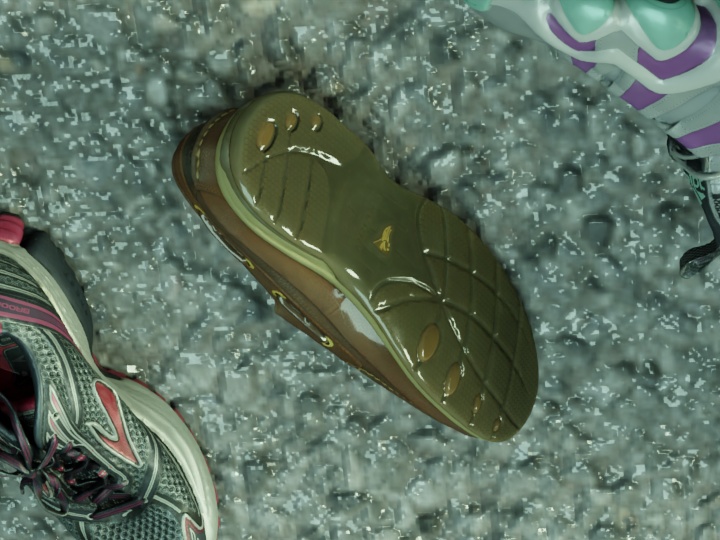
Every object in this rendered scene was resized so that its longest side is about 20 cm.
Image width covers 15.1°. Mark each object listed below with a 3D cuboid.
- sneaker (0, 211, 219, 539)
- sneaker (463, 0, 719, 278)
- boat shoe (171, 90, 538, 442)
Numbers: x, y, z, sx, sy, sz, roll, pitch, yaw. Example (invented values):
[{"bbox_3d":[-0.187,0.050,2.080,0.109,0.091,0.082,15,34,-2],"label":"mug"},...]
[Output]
[{"bbox_3d":[-0.135,0.073,1.204,0.080,0.075,0.200,-25,116,21],"label":"sneaker"},{"bbox_3d":[0.130,-0.060,1.088,0.199,0.078,0.141,11,125,4],"label":"sneaker"},{"bbox_3d":[0.000,0.000,1.154,0.200,0.072,0.067,44,150,-28],"label":"boat shoe"}]
